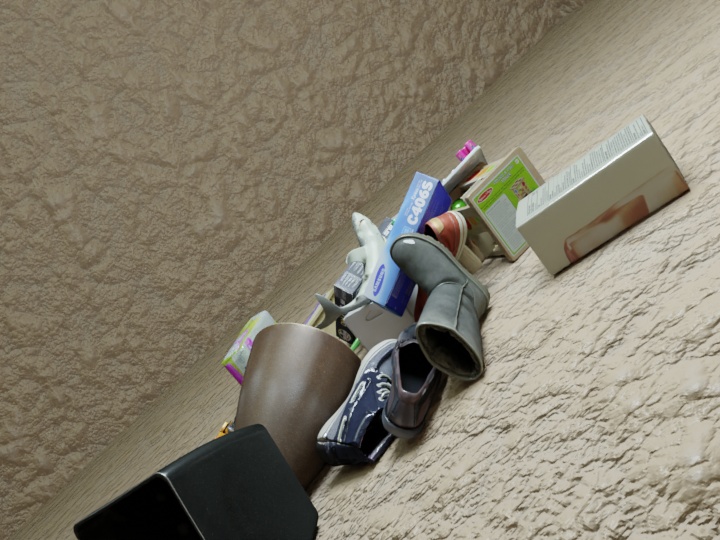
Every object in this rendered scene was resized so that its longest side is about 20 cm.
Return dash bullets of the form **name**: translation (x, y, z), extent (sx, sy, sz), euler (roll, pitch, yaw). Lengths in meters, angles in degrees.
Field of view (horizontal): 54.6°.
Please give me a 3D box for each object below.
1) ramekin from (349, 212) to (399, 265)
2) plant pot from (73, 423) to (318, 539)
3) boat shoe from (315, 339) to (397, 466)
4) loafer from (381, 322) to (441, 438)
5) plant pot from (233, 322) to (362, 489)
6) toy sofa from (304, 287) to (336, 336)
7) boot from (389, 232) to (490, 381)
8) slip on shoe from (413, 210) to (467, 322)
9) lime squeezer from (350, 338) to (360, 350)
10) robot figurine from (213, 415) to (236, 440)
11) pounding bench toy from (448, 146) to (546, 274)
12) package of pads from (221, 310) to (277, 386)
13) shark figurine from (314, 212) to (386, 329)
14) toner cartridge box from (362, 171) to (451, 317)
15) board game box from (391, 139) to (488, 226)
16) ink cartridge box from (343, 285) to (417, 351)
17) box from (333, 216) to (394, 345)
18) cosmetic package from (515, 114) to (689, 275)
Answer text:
- **ramekin**: translation (0.075, -0.044, 1.569), extent (0.201, 0.095, 0.203), euler (-40, 10, 9)
- **plant pot**: translation (-0.164, 0.295, 0.790), extent (0.198, 0.202, 0.177), euler (-34, 0, 33)
- **boat shoe**: translation (0.028, 0.171, 0.917), extent (0.092, 0.075, 0.202), euler (-15, 33, 51)
- **loafer**: translation (0.071, 0.122, 0.882), extent (0.202, 0.070, 0.064), euler (-70, -8, -58)
- **plant pot**: translation (-0.100, 0.213, 0.970), extent (0.185, 0.186, 0.203), euler (-32, 28, 42)
- **toy sofa**: translation (-0.085, 0.127, 1.490), extent (0.097, 0.083, 0.201), euler (-34, 12, 28)
- **boot**: translation (0.095, 0.041, 0.915), extent (0.074, 0.179, 0.200), euler (-61, -5, 31)
- **slip on shoe**: translation (0.106, 0.006, 1.052), extent (0.060, 0.205, 0.074), euler (-8, 37, -27)
- **lime squeezer**: translation (0.009, 0.110, 1.326), extent (0.070, 0.038, 0.201), euler (-32, 15, 45)
- **robot figurine**: translation (-0.209, 0.310, 1.028), extent (0.146, 0.057, 0.204), euler (-62, -3, -63)
- **pounding bench toy**: translation (0.194, -0.076, 1.142), extent (0.200, 0.125, 0.156), euler (-44, 10, -14)
- **package of pads**: translation (-0.199, 0.187, 1.457), extent (0.068, 0.156, 0.201), euler (-36, 10, 18)
- **shark figurine**: translation (0.005, 0.020, 1.189), extent (0.090, 0.125, 0.218), euler (106, -173, -62)
- **toner cartridge box**: translation (0.074, -0.037, 1.070), extent (0.205, 0.042, 0.095), euler (-66, -24, -5)
- **board game box**: translation (0.147, -0.134, 1.256), extent (0.200, 0.026, 0.200), euler (-46, -14, 9)
- **ink cartridge box**: translation (0.077, 0.036, 1.236), extent (0.144, 0.084, 0.201), euler (-32, 14, 44)
- **box**: translation (0.017, 0.020, 1.367), extent (0.201, 0.048, 0.164), euler (-52, -25, -34)
- **cosmetic package**: translation (0.305, -0.096, 0.901), extent (0.198, 0.088, 0.104), euler (-35, 12, 28)
